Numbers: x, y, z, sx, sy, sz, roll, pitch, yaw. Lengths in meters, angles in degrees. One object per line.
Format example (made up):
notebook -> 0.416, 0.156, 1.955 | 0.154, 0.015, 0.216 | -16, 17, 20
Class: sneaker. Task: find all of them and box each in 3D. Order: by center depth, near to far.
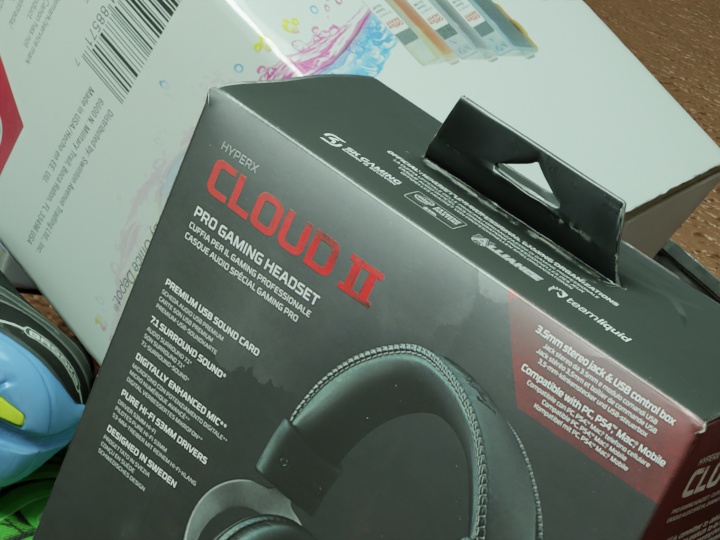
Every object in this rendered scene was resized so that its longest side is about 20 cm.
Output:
sneaker -> -0.172, 0.004, 0.659 | 0.199, 0.071, 0.083 | 30, 16, 11

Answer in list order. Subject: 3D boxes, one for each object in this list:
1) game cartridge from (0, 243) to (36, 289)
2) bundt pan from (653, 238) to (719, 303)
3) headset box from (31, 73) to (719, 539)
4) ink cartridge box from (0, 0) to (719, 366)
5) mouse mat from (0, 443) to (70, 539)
game cartridge -> -0.127, -0.047, 0.890 | 0.129, 0.039, 0.200 | 3, 27, -32
bundt pan -> 0.111, 0.027, 0.813 | 0.201, 0.076, 0.202 | 40, 6, -5
headset box -> 0.007, 0.057, 0.508 | 0.148, 0.201, 0.077 | 35, 25, 25
ink cartridge box -> -0.016, -0.040, 0.658 | 0.144, 0.146, 0.200 | -24, 68, -47
mouse mat -> -0.063, 0.081, 0.669 | 0.199, 0.008, 0.161 | -4, 32, -48
